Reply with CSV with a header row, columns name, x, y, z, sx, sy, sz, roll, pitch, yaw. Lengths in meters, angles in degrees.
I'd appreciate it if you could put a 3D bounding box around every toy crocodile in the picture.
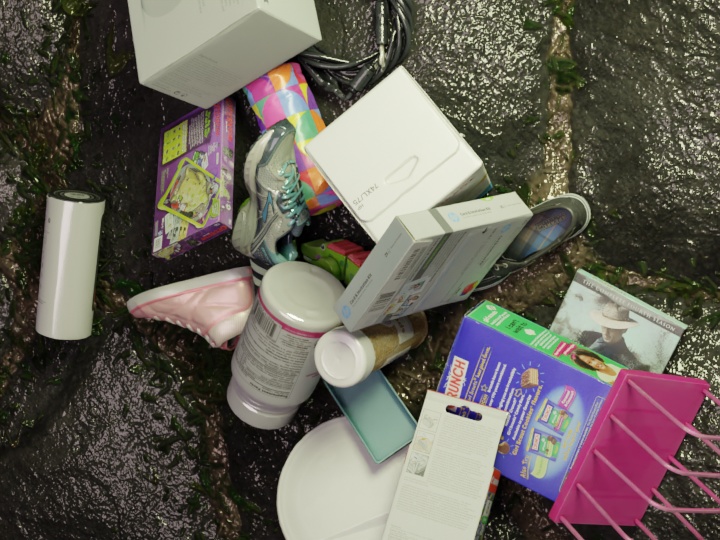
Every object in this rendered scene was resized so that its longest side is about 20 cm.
name,x,y,z,sx,sy,sz,roll,pitch,yaw
toy crocodile,0.000,0.000,1.597,0.200,0.067,0.062,32,124,44

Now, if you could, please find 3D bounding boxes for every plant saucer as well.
name,x,y,z,sx,sy,sz,roll,pitch,yaw
plant saucer,0.002,0.153,1.620,0.070,0.019,0.200,-34,55,-3

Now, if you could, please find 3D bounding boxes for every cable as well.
name,x,y,z,sx,sy,sz,roll,pitch,yaw
cable,-0.029,-0.322,1.586,0.163,0.051,0.200,-41,81,25

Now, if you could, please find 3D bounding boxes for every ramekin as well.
name,x,y,z,sx,sy,sz,roll,pitch,yaw
ramekin,0.001,0.291,1.623,0.201,0.094,0.204,-6,68,14

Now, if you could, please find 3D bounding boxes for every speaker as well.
name,x,y,z,sx,sy,sz,roll,pitch,yaw
speaker,-0.406,-0.007,1.798,0.081,0.081,0.201,14,105,22

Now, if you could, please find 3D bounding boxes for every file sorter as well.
name,x,y,z,sx,sy,sz,roll,pitch,yaw
file sorter,0.335,0.233,1.447,0.125,0.138,0.201,46,120,50

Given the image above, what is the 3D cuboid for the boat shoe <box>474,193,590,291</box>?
name,x,y,z,sx,sy,sz,roll,pitch,yaw
boat shoe,0.181,-0.029,1.534,0.199,0.066,0.070,-25,88,26

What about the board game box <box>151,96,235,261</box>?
name,x,y,z,sx,sy,sz,roll,pitch,yaw
board game box,-0.212,-0.120,1.651,0.120,0.032,0.201,-26,51,35

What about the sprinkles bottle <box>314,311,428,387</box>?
name,x,y,z,sx,sy,sz,roll,pitch,yaw
sprinkles bottle,0.016,0.085,1.555,0.068,0.200,0.069,5,102,24

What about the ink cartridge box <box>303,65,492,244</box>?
name,x,y,z,sx,sy,sz,roll,pitch,yaw
ink cartridge box,0.049,-0.117,1.485,0.146,0.200,0.146,-39,82,4

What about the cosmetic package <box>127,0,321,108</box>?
name,x,y,z,sx,sy,sz,roll,pitch,yaw
cosmetic package,-0.170,-0.338,1.565,0.199,0.123,0.201,-25,66,33

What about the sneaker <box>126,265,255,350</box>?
name,x,y,z,sx,sy,sz,roll,pitch,yaw
sneaker,-0.220,0.064,1.728,0.199,0.075,0.105,-13,89,22

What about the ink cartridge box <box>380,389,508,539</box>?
name,x,y,z,sx,sy,sz,roll,pitch,yaw
ink cartridge box,0.103,0.253,1.520,0.108,0.050,0.201,14,80,21

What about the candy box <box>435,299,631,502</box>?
name,x,y,z,sx,sy,sz,roll,pitch,yaw
candy box,0.195,0.156,1.533,0.199,0.077,0.170,25,113,17

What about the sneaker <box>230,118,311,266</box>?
name,x,y,z,sx,sy,sz,roll,pitch,yaw
sneaker,-0.092,-0.090,1.555,0.086,0.078,0.201,31,132,21

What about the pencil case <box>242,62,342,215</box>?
name,x,y,z,sx,sy,sz,roll,pitch,yaw
pencil case,-0.082,-0.160,1.623,0.088,0.088,0.201,-20,89,26

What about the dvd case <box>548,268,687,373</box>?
name,x,y,z,sx,sy,sz,roll,pitch,yaw
dvd case,0.281,0.119,1.540,0.145,0.022,0.201,30,110,17

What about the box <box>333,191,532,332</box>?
name,x,y,z,sx,sy,sz,roll,pitch,yaw
box,0.083,-0.011,1.443,0.041,0.199,0.156,55,133,23

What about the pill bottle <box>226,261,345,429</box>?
name,x,y,z,sx,sy,sz,roll,pitch,yaw
pill bottle,-0.095,0.096,1.597,0.113,0.113,0.201,36,130,14

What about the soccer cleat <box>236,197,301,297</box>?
name,x,y,z,sx,sy,sz,roll,pitch,yaw
soccer cleat,-0.104,-0.003,1.661,0.081,0.067,0.201,-21,90,56
